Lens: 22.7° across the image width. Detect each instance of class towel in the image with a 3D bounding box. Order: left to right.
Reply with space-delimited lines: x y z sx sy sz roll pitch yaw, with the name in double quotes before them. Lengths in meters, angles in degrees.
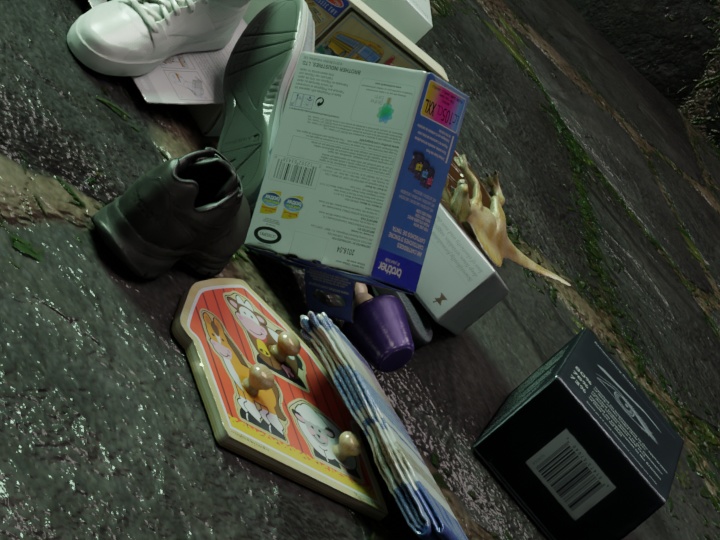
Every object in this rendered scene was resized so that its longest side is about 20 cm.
"towel" 0.023 0.131 1.341 0.201 0.024 0.147 60 4 25

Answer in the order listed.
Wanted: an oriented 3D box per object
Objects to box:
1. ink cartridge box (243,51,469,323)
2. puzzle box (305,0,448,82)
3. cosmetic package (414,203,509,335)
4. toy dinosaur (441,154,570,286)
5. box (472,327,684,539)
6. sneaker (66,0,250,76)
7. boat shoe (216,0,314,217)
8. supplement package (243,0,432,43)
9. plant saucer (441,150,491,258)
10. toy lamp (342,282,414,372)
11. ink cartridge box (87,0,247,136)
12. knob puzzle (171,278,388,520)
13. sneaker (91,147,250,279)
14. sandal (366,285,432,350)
"ink cartridge box" -0.008 -0.064 1.442 0.136 0.202 0.076 14 -5 37
"puzzle box" -0.021 -0.200 1.773 0.199 0.133 0.026 33 23 -39
"cosmetic package" 0.075 -0.005 1.630 0.102 0.074 0.200 51 2 8
"toy dinosaur" 0.115 -0.041 1.654 0.200 0.058 0.102 36 28 -49
"box" 0.201 0.157 1.614 0.148 0.104 0.200 49 18 3
"sneaker" -0.153 -0.232 1.495 0.074 0.116 0.200 48 37 10
"boat shoe" -0.073 -0.137 1.523 0.065 0.074 0.204 37 53 -48
"supplement package" -0.047 -0.286 1.847 0.200 0.156 0.111 43 19 -19
"plant saucer" 0.092 -0.101 1.999 0.200 0.034 0.201 43 20 -19
"toy lamp" -0.014 -0.001 1.510 0.058 0.058 0.201 21 34 -55
"ink cartridge box" -0.170 -0.204 1.585 0.173 0.044 0.201 -4 53 -44
"knob puzzle" -0.059 0.072 1.301 0.219 0.030 0.220 42 19 -18
"sneaker" -0.116 -0.047 1.314 0.076 0.091 0.200 48 17 5
"sandal" 0.000 0.000 1.579 0.201 0.043 0.076 54 8 31
